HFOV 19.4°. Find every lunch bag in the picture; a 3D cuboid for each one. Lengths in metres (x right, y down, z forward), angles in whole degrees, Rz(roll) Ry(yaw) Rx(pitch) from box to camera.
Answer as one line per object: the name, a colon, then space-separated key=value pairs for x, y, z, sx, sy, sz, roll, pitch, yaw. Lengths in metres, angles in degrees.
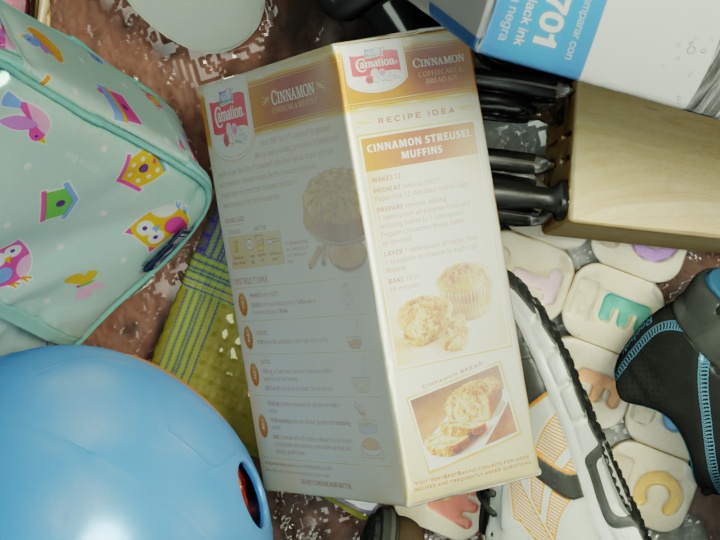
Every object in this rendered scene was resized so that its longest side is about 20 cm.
lunch bag: x=-0.176 y=-0.036 z=1.003 sx=0.160 sy=0.199 sz=0.077 roll=-44 pitch=48 yaw=14

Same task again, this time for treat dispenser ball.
treat dispenser ball: x=-0.140 y=0.137 z=1.012 sx=0.199 sy=0.201 sz=0.203 roll=1 pitch=96 yaw=5

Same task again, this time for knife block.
knife block: x=0.124 y=-0.039 z=1.016 sx=0.175 sy=0.064 sz=0.200 roll=-40 pitch=92 yaw=-8

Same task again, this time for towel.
towel: x=-0.018 y=0.011 z=1.072 sx=0.143 sy=0.023 sz=0.202 roll=23 pitch=97 yaw=9

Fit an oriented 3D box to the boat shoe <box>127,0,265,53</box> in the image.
boat shoe: x=-0.113 y=-0.198 z=1.038 sx=0.070 sy=0.064 sz=0.201 roll=-32 pitch=116 yaw=7

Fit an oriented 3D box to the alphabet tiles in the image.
alphabet tiles: x=0.092 y=0.049 z=1.075 sx=0.194 sy=0.015 sz=0.202 roll=21 pitch=97 yaw=3

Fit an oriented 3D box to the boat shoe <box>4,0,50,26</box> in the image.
boat shoe: x=-0.183 y=-0.166 z=1.041 sx=0.073 sy=0.069 sz=0.202 roll=-9 pitch=101 yaw=-18

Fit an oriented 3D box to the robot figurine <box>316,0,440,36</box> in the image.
robot figurine: x=0.006 y=-0.198 z=1.000 sx=0.149 sy=0.125 sz=0.201 roll=-30 pitch=93 yaw=5

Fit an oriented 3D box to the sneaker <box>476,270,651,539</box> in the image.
sneaker: x=0.085 y=0.095 z=1.036 sx=0.079 sy=0.074 sz=0.202 roll=-22 pitch=94 yaw=9

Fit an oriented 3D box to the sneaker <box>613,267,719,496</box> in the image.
sneaker: x=0.212 y=0.089 z=1.046 sx=0.200 sy=0.073 sz=0.082 roll=47 pitch=118 yaw=-6

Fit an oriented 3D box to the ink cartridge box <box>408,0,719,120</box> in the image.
ink cartridge box: x=0.132 y=-0.120 z=0.896 sx=0.198 sy=0.147 sz=0.087 roll=15 pitch=103 yaw=-16

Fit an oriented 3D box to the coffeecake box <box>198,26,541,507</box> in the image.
coffeecake box: x=0.000 y=0.000 z=0.975 sx=0.072 sy=0.153 sz=0.202 roll=-11 pitch=92 yaw=-27

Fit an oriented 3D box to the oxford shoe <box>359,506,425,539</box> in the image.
oxford shoe: x=0.034 y=0.215 z=1.076 sx=0.083 sy=0.073 sz=0.202 roll=-5 pitch=103 yaw=-3
